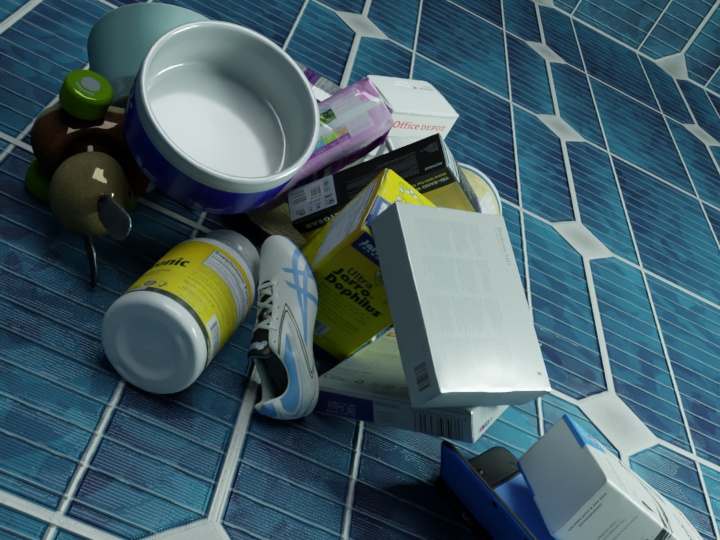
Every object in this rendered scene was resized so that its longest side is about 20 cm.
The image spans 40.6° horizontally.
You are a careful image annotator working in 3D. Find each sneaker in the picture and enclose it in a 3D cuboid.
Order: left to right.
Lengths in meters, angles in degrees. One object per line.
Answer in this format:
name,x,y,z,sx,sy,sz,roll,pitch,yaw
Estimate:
sneaker,-0.086,0.057,1.033,0.072,0.072,0.201,6,73,-42

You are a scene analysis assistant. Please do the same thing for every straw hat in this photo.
straw hat,-0.083,-0.130,1.298,0.201,0.085,0.201,29,34,-22

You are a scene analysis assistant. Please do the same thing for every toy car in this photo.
toy car,-0.279,-0.088,1.075,0.157,0.164,0.200,9,47,-32

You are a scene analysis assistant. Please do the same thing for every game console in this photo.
game console,0.180,0.252,1.002,0.170,0.118,0.200,-17,55,-43

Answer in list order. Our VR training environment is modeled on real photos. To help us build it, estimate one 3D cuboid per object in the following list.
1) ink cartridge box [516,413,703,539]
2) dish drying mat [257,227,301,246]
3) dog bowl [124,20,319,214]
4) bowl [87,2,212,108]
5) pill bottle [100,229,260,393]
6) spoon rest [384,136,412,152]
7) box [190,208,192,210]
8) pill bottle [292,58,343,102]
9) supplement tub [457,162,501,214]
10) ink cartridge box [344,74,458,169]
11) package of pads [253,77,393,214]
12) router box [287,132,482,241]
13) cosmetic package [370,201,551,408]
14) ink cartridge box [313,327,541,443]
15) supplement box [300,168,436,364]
ink cartridge box,0.275,0.265,1.023,0.200,0.084,0.146,39,10,-17
dish drying mat,-0.043,-0.002,1.278,0.200,0.018,0.077,41,31,16
dog bowl,-0.149,-0.164,1.051,0.200,0.079,0.201,13,61,-23
bowl,-0.244,-0.217,1.190,0.200,0.201,0.105,18,55,-20
pill bottle,-0.177,0.033,1.023,0.111,0.111,0.200,31,30,1
spoon rest,0.025,-0.108,1.255,0.060,0.200,0.100,-14,73,-28
box,-0.229,-0.172,1.337,0.159,0.046,0.200,36,31,8
pill bottle,-0.067,-0.241,1.513,0.200,0.112,0.111,31,31,0
supplement tub,0.111,-0.058,1.367,0.144,0.145,0.200,33,31,5
ink cartridge box,0.029,-0.175,1.412,0.145,0.200,0.085,-6,46,-44
package of pads,-0.061,-0.150,1.195,0.076,0.200,0.121,59,-8,2
router box,0.034,-0.073,1.185,0.157,0.199,0.052,46,29,-55
cosmetic package,0.101,0.035,0.980,0.150,0.052,0.201,4,64,-34
ink cartridge box,0.078,0.120,1.089,0.196,0.043,0.200,6,18,31
supplement box,0.000,0.000,1.100,0.109,0.200,0.109,37,44,-15
